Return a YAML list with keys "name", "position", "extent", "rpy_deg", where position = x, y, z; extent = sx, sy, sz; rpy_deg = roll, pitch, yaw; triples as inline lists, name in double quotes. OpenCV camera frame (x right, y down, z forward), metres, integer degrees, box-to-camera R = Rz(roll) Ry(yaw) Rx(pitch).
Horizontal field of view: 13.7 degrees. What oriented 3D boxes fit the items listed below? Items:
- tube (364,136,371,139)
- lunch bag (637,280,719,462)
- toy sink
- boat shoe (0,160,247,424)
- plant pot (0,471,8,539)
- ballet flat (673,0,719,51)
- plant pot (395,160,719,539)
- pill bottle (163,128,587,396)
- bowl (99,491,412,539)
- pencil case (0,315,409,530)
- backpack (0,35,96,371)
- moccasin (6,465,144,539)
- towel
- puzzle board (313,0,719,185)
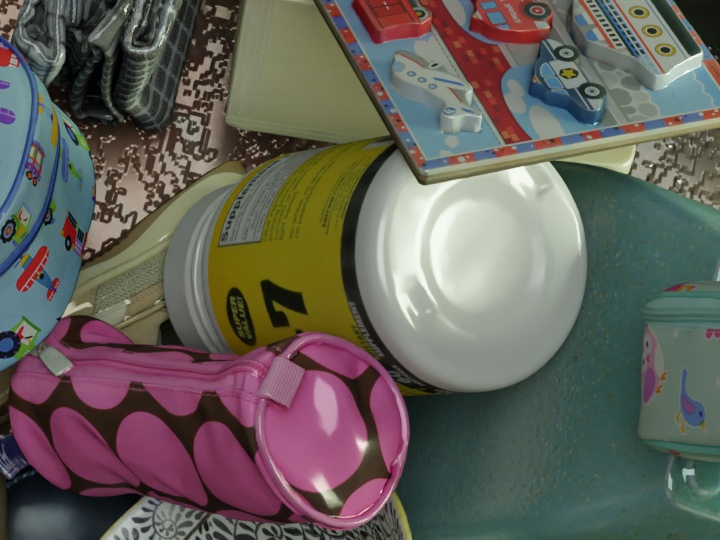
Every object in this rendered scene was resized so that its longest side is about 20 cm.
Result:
- name: "tube"
  position: [0.066, 0.012, 1.452]
  extent: [0.200, 0.052, 0.058]
  rpy_deg: [43, 115, -3]
- name: "lunch bag"
  position: [0.223, 0.040, 1.186]
  extent: [0.199, 0.160, 0.078]
  rpy_deg: [1, 88, -25]
- name: "toy sink"
  position: [0.044, -0.136, 1.416]
  extent: [0.199, 0.112, 0.131]
  rpy_deg: [9, 56, -4]
- name: "boat shoe"
  position: [-0.118, 0.029, 1.419]
  extent: [0.200, 0.072, 0.065]
  rpy_deg: [-37, 87, -16]
- name: "plant pot"
  position: [-0.234, 0.162, 1.344]
  extent: [0.186, 0.187, 0.201]
  rpy_deg: [17, 69, -3]
- name: "ballet flat"
  position: [0.246, -0.108, 1.475]
  extent: [0.200, 0.068, 0.068]
  rpy_deg: [35, 64, 0]
- name: "plant pot"
  position: [0.144, 0.060, 1.347]
  extent: [0.195, 0.200, 0.197]
  rpy_deg: [19, 79, -23]
- name: "pill bottle"
  position: [0.000, 0.000, 1.331]
  extent: [0.114, 0.200, 0.115]
  rpy_deg: [3, 85, -31]
- name: "bowl"
  position: [-0.040, 0.181, 1.315]
  extent: [0.201, 0.200, 0.094]
  rpy_deg: [-52, 131, -10]
- name: "pencil case"
  position: [-0.072, 0.061, 1.291]
  extent: [0.091, 0.199, 0.094]
  rpy_deg: [-51, 121, -30]
- name: "backpack"
  position: [-0.220, -0.043, 1.308]
  extent: [0.199, 0.135, 0.183]
  rpy_deg: [7, 56, 6]
- name: "moccasin"
  position: [-0.076, 0.108, 1.411]
  extent: [0.199, 0.068, 0.081]
  rpy_deg: [-4, 82, -6]
- name: "towel"
  position: [-0.099, -0.169, 1.403]
  extent: [0.085, 0.166, 0.201]
  rpy_deg: [18, 80, -6]
- name: "puzzle board"
  position: [0.060, -0.117, 1.298]
  extent: [0.150, 0.017, 0.200]
  rpy_deg: [-12, 45, -17]
